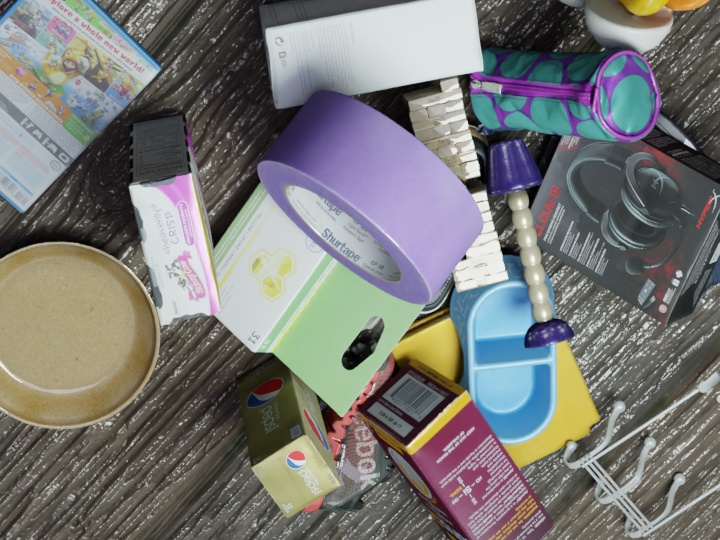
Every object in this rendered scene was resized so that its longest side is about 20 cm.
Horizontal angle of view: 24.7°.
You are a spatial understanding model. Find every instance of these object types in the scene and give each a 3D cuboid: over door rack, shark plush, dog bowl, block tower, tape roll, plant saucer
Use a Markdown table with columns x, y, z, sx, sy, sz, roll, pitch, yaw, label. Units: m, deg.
| x | y | z | sx | sy | sz | roll | pitch | yaw | label |
| --- | --- | --- | --- | --- | --- | --- | --- | --- | --- |
| 0.335 | 0.192 | 1.751 | 0.199 | 0.067 | 0.148 | -29 | 124 | 23 | over door rack |
| 0.000 | 0.000 | 1.627 | 0.083 | 0.091 | 0.200 | 43 | 131 | 7 | shark plush |
| 0.151 | 0.087 | 1.683 | 0.110 | 0.050 | 0.203 | -5 | 111 | -6 | dog bowl |
| 0.090 | -0.085 | 1.577 | 0.057 | 0.054 | 0.202 | -14 | 105 | 2 | block tower |
| 0.008 | -0.064 | 1.481 | 0.200 | 0.200 | 0.085 | 44 | 75 | -20 | tape roll |
| -0.300 | 0.060 | 1.649 | 0.197 | 0.036 | 0.203 | -3 | 111 | -6 | plant saucer |

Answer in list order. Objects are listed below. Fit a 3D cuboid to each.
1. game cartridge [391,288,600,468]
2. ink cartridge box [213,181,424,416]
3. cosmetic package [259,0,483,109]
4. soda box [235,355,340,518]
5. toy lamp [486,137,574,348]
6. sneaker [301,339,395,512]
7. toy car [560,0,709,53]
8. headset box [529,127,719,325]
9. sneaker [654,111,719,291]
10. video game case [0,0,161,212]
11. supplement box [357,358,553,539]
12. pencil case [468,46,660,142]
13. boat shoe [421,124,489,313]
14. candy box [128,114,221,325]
| x | y | z | sx | sy | sz | roll | pitch | yaw | label |
| --- | --- | --- | --- | --- | --- | --- | --- | --- | --- |
| 0.143 | 0.118 | 1.738 | 0.175 | 0.033 | 0.202 | -25 | 114 | 2 | game cartridge |
| -0.056 | 0.025 | 1.607 | 0.200 | 0.048 | 0.146 | 42 | 103 | 21 | ink cartridge box |
| 0.008 | -0.219 | 1.548 | 0.197 | 0.113 | 0.082 | -9 | 111 | -2 | cosmetic package |
| -0.074 | 0.158 | 1.628 | 0.064 | 0.200 | 0.068 | -31 | 112 | 5 | soda box |
| 0.163 | -0.028 | 1.601 | 0.057 | 0.058 | 0.203 | -15 | 93 | -2 | toy lamp |
| 0.000 | 0.168 | 1.714 | 0.097 | 0.071 | 0.202 | 18 | 105 | -19 | sneaker |
| 0.265 | -0.311 | 1.514 | 0.148 | 0.201 | 0.177 | -9 | 130 | -22 | toy car |
| 0.260 | -0.064 | 1.609 | 0.199 | 0.077 | 0.150 | 33 | 114 | 24 | headset box |
| 0.303 | -0.048 | 1.670 | 0.145 | 0.077 | 0.203 | -33 | 112 | 2 | sneaker |
| -0.309 | -0.172 | 1.571 | 0.200 | 0.018 | 0.143 | -44 | 109 | 9 | video game case |
| 0.097 | 0.201 | 1.668 | 0.085 | 0.110 | 0.201 | -40 | 119 | -12 | supplement box |
| 0.186 | -0.166 | 1.538 | 0.092 | 0.199 | 0.086 | 0 | 96 | -35 | pencil case |
| 0.083 | -0.047 | 1.649 | 0.074 | 0.062 | 0.202 | 13 | 109 | -14 | boat shoe |
| -0.174 | -0.052 | 1.536 | 0.060 | 0.200 | 0.138 | -12 | 112 | -3 | candy box |
